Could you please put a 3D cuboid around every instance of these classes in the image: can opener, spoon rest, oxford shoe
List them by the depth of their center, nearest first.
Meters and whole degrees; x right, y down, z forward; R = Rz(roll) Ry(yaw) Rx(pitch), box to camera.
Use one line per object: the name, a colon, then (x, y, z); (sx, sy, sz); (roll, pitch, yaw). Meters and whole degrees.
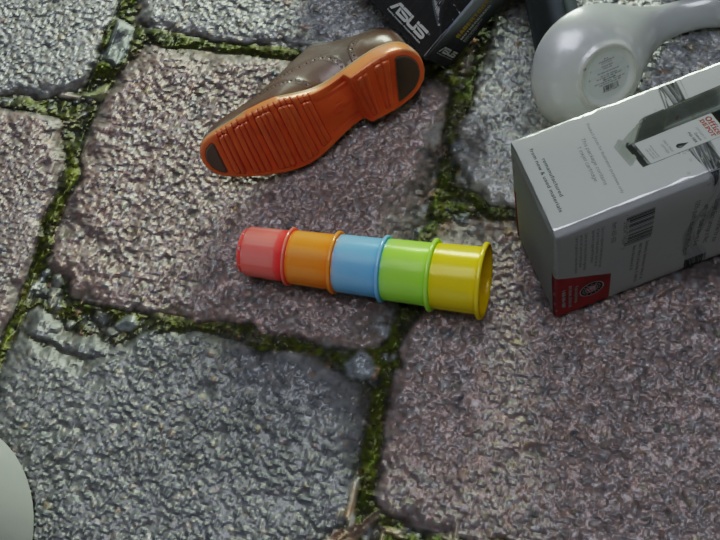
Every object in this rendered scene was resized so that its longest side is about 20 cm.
spoon rest: (0.225, -0.178, 0.877); (0.199, 0.100, 0.061); (-20, 31, -10)
oxford shoe: (-0.047, -0.143, 0.923); (0.199, 0.071, 0.073); (-25, 46, -6)
can opener: (0.151, -0.240, 0.935); (0.066, 0.053, 0.201); (-31, 58, 35)

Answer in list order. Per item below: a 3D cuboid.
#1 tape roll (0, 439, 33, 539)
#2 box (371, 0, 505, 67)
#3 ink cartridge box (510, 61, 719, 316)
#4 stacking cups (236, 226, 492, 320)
tape roll: (-0.360, 0.185, 0.793); (0.202, 0.139, 0.204); (-4, 66, 9)
box: (0.057, -0.299, 0.934); (0.158, 0.048, 0.200); (-48, 65, 21)
ink cartridge box: (0.217, -0.061, 0.787); (0.199, 0.147, 0.083); (-21, 63, 0)
stacking cups: (0.000, 0.000, 0.851); (0.199, 0.061, 0.061); (5, 68, 14)
